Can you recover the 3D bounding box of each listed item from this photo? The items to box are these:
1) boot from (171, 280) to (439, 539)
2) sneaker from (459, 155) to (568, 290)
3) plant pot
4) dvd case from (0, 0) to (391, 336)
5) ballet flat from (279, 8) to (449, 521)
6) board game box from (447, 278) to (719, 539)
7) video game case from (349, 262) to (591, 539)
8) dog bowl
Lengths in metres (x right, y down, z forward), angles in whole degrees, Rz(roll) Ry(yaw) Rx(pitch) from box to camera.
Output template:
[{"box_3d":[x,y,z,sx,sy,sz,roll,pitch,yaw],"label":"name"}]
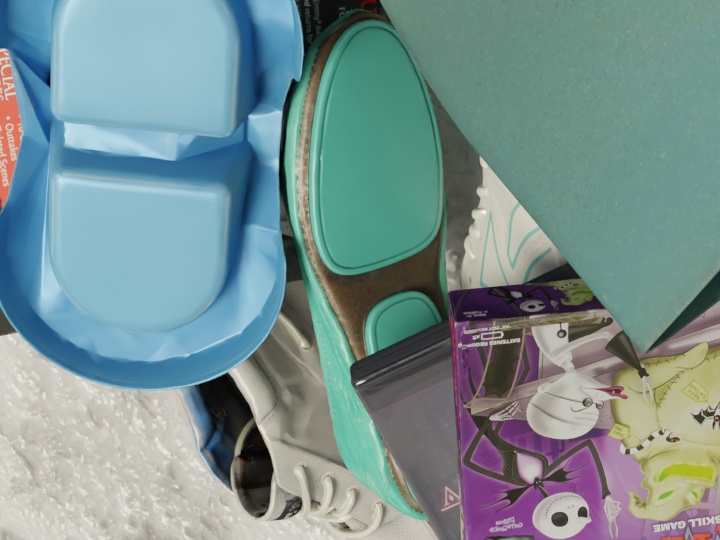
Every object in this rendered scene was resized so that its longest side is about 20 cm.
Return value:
[{"box_3d":[-0.018,0.089,0.940,0.073,0.096,0.200,-26,98,41],"label":"boot"},{"box_3d":[0.069,-0.016,0.840,0.080,0.070,0.201,2,117,40],"label":"sneaker"},{"box_3d":[0.096,-0.110,0.727,0.200,0.141,0.141,47,132,12],"label":"plant pot"},{"box_3d":[-0.083,-0.050,0.864,0.199,0.022,0.147,-10,123,-7],"label":"dvd case"},{"box_3d":[0.000,0.000,0.855,0.070,0.067,0.201,4,109,60],"label":"ballet flat"},{"box_3d":[0.133,0.056,0.792,0.199,0.032,0.120,-6,121,-1],"label":"board game box"},{"box_3d":[0.102,0.087,0.830,0.142,0.019,0.200,-25,117,8],"label":"video game case"},{"box_3d":[-0.077,-0.052,0.809,0.111,0.050,0.201,6,121,0],"label":"dog bowl"}]
